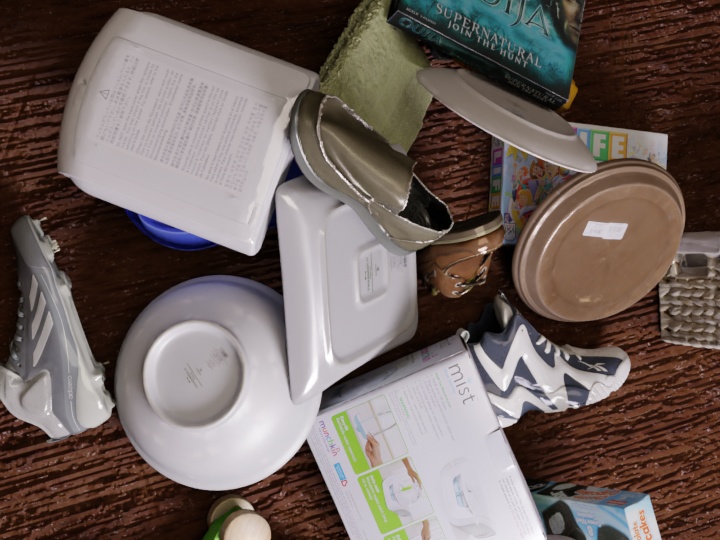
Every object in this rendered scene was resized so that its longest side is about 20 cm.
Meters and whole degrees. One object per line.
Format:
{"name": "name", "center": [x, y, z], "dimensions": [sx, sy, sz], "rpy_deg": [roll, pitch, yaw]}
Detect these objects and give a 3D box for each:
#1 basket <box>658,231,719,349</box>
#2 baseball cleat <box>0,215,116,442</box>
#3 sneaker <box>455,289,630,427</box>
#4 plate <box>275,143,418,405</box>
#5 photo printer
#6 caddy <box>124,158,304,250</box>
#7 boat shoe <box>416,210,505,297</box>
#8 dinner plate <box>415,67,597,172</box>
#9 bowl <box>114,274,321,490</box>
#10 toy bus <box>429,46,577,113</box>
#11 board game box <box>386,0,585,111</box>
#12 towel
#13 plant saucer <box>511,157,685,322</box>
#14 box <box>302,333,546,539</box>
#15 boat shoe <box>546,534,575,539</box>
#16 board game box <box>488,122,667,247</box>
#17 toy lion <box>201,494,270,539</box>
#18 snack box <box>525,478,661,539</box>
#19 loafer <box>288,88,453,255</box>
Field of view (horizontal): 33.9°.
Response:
{"name": "basket", "center": [0.436, 0.021, 1.286], "dimensions": [0.198, 0.135, 0.125], "rpy_deg": [0, 91, -19]}
{"name": "baseball cleat", "center": [-0.296, 0.056, 1.063], "dimensions": [0.106, 0.070, 0.202], "rpy_deg": [-22, 90, -8]}
{"name": "sneaker", "center": [0.183, 0.076, 1.223], "dimensions": [0.197, 0.079, 0.131], "rpy_deg": [-14, 102, -9]}
{"name": "plate", "center": [0.000, 0.000, 1.083], "dimensions": [0.199, 0.032, 0.202], "rpy_deg": [-26, 117, -51]}
{"name": "photo printer", "center": [-0.154, -0.124, 1.014], "dimensions": [0.198, 0.069, 0.168], "rpy_deg": [20, 87, 3]}
{"name": "caddy", "center": [-0.133, -0.100, 1.102], "dimensions": [0.198, 0.105, 0.143], "rpy_deg": [-17, 86, -2]}
{"name": "boat shoe", "center": [0.099, -0.012, 1.132], "dimensions": [0.071, 0.200, 0.069], "rpy_deg": [-18, 91, -9]}
{"name": "dinner plate", "center": [0.145, -0.154, 1.144], "dimensions": [0.198, 0.201, 0.024], "rpy_deg": [20, 112, -18]}
{"name": "bowl", "center": [-0.138, 0.097, 1.064], "dimensions": [0.199, 0.090, 0.204], "rpy_deg": [-1, 82, 7]}
{"name": "toy bus", "center": [0.137, -0.239, 1.224], "dimensions": [0.199, 0.065, 0.079], "rpy_deg": [30, 77, -16]}
{"name": "board game box", "center": [0.128, -0.259, 1.164], "dimensions": [0.199, 0.028, 0.136], "rpy_deg": [23, 64, -20]}
{"name": "towel", "center": [0.010, -0.165, 1.134], "dimensions": [0.149, 0.036, 0.201], "rpy_deg": [59, 47, -42]}
{"name": "plant saucer", "center": [0.251, -0.023, 1.218], "dimensions": [0.198, 0.030, 0.202], "rpy_deg": [-12, 129, -15]}
{"name": "box", "center": [0.059, 0.191, 1.140], "dimensions": [0.175, 0.097, 0.202], "rpy_deg": [-24, 96, 2]}
{"name": "boat shoe", "center": [0.145, 0.334, 1.173], "dimensions": [0.199, 0.075, 0.093], "rpy_deg": [-24, 105, 25]}
{"name": "board game box", "center": [0.234, -0.088, 1.270], "dimensions": [0.198, 0.034, 0.136], "rpy_deg": [4, 87, -19]}
{"name": "toy lion", "center": [-0.122, 0.331, 1.126], "dimensions": [0.199, 0.069, 0.193], "rpy_deg": [-33, 107, -17]}
{"name": "snack box", "center": [0.223, 0.273, 1.168], "dimensions": [0.037, 0.199, 0.117], "rpy_deg": [-19, 94, -28]}
{"name": "loafer", "center": [0.015, -0.087, 1.007], "dimensions": [0.200, 0.069, 0.076], "rpy_deg": [41, 53, -41]}
